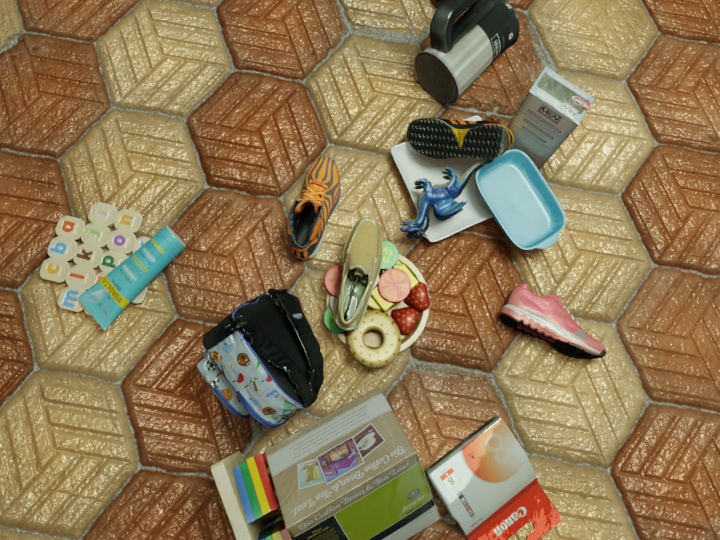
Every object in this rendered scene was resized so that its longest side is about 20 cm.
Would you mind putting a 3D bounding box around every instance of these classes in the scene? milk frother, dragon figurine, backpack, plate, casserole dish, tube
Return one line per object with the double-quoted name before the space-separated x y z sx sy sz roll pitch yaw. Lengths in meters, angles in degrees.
"milk frother" 0.172 -0.468 1.032 0.188 0.182 0.199 -44 39 -11
"dragon figurine" 0.156 -0.126 0.941 0.196 0.059 0.101 -20 82 1
"backpack" -0.153 0.152 0.841 0.154 0.200 0.191 -41 89 20
"plate" 0.180 -0.175 1.002 0.196 0.032 0.203 -22 79 -7
"casserole dish" 0.289 -0.127 0.962 0.120 0.039 0.203 -29 82 -10
"tube" -0.400 0.006 0.923 0.200 0.050 0.077 -45 77 -7

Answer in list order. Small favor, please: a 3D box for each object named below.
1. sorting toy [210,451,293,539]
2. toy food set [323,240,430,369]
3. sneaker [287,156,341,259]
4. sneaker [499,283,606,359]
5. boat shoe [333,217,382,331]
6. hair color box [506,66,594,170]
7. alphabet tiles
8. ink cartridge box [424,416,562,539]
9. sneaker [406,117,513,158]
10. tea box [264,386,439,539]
"sorting toy" -0.141 0.365 0.782 0.068 0.200 0.202 -23 79 -11
"toy food set" 0.028 0.055 0.936 0.199 0.049 0.199 -39 81 -10
"sneaker" -0.080 -0.125 0.939 0.076 0.112 0.205 11 77 0
"sneaker" 0.352 0.088 0.929 0.197 0.074 0.088 27 76 4
"boat shoe" 0.000 0.000 0.883 0.070 0.076 0.205 9 76 0
"hair color box" 0.323 -0.261 0.941 0.098 0.200 0.061 36 78 6
"alphabet tiles" -0.470 -0.020 0.950 0.191 0.015 0.205 14 77 -2
"ink cartridge box" 0.226 0.377 0.871 0.161 0.050 0.202 -33 77 -9
"sneaker" 0.186 -0.245 0.969 0.196 0.090 0.072 12 111 26
"tea box" -0.009 0.322 0.782 0.197 0.199 0.134 -26 39 -9
